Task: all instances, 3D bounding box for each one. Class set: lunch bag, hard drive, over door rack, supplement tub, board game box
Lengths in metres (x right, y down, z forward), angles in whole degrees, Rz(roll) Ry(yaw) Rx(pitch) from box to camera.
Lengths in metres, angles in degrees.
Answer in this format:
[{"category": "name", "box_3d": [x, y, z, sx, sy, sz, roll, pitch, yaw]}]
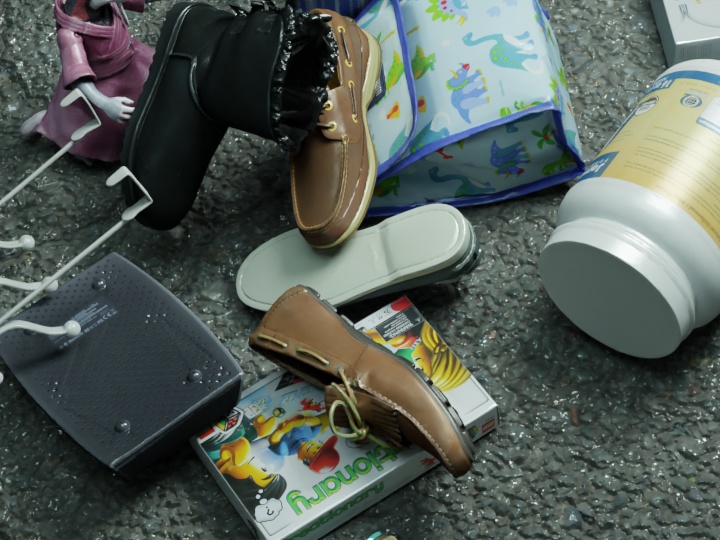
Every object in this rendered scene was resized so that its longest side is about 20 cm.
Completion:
[{"category": "lunch bag", "box_3d": [0.064, -0.143, 1.556, 0.200, 0.127, 0.170, -17, 55, 14]}, {"category": "hard drive", "box_3d": [-0.184, 0.073, 1.453, 0.135, 0.042, 0.200, -35, 44, -17]}, {"category": "over door rack", "box_3d": [-0.242, -0.021, 1.474, 0.200, 0.067, 0.148, -48, 39, 8]}, {"category": "supplement tub", "box_3d": [0.238, -0.047, 1.441, 0.145, 0.145, 0.200, 27, 61, 25]}, {"category": "board game box", "box_3d": [-0.013, 0.116, 1.424, 0.200, 0.035, 0.126, -31, 56, -15]}]

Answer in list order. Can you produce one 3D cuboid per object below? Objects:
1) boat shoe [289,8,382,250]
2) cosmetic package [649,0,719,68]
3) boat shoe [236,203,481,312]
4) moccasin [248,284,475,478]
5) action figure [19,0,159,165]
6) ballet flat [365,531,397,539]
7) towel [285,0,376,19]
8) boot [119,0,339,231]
[{"category": "boat shoe", "box_3d": [-0.031, -0.113, 1.488, 0.072, 0.068, 0.200, -12, 60, 31]}, {"category": "cosmetic package", "box_3d": [0.324, -0.261, 1.647, 0.151, 0.052, 0.200, -7, 53, -1]}, {"category": "boat shoe", "box_3d": [0.000, 0.000, 1.491, 0.200, 0.062, 0.073, -14, 66, 21]}, {"category": "moccasin", "box_3d": [-0.001, 0.088, 1.376, 0.201, 0.074, 0.078, 37, 76, 24]}, {"category": "action figure", "box_3d": [-0.212, -0.186, 1.570, 0.149, 0.200, 0.134, 22, 59, 24]}, {"category": "ballet flat", "box_3d": [-0.041, 0.258, 1.309, 0.200, 0.071, 0.071, -34, 57, -16]}, {"category": "towel", "box_3d": [0.036, -0.230, 1.604, 0.200, 0.145, 0.024, -12, 69, -1]}, {"category": "boot", "box_3d": [-0.100, -0.119, 1.472, 0.162, 0.073, 0.199, 13, 89, 45]}]
